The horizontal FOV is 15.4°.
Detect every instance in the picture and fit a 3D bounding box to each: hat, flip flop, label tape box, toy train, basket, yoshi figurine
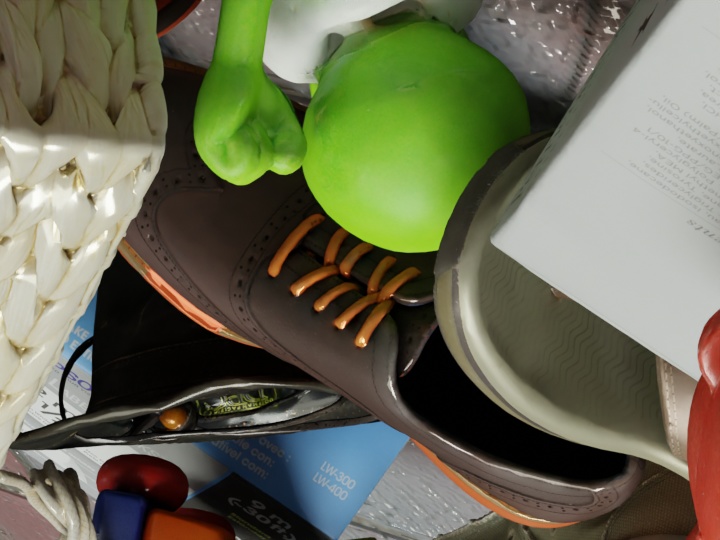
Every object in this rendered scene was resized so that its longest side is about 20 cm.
[{"bbox_3d":[-0.040,0.016,0.900,0.200,0.081,0.201,-4,175,0],"label":"hat"},{"bbox_3d":[0.102,0.030,0.701,0.200,0.081,0.058,38,161,-25],"label":"flip flop"},{"bbox_3d":[-0.065,0.050,1.051,0.143,0.066,0.200,35,159,-10],"label":"label tape box"},{"bbox_3d":[-0.045,0.110,0.947,0.116,0.085,0.200,2,159,13],"label":"toy train"},{"bbox_3d":[-0.140,-0.033,0.709,0.123,0.136,0.200,6,145,-23],"label":"basket"},{"bbox_3d":[0.002,-0.072,0.668,0.112,0.112,0.200,12,158,20],"label":"yoshi figurine"}]

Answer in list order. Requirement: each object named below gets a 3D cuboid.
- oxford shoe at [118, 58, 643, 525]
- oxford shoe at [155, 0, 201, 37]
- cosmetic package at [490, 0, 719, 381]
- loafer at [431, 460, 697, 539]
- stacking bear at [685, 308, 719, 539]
[{"bbox_3d":[0.000,0.000,0.761,0.200,0.071,0.073,33,174,-2],"label":"oxford shoe"},{"bbox_3d":[-0.109,-0.135,0.756,0.200,0.071,0.073,46,-168,-49],"label":"oxford shoe"},{"bbox_3d":[0.102,-0.057,0.577,0.074,0.102,0.200,33,156,-2],"label":"cosmetic package"},{"bbox_3d":[0.078,0.097,0.882,0.075,0.070,0.200,33,154,-20],"label":"loafer"},{"bbox_3d":[0.167,0.038,0.560,0.200,0.114,0.122,-2,125,-6],"label":"stacking bear"}]
